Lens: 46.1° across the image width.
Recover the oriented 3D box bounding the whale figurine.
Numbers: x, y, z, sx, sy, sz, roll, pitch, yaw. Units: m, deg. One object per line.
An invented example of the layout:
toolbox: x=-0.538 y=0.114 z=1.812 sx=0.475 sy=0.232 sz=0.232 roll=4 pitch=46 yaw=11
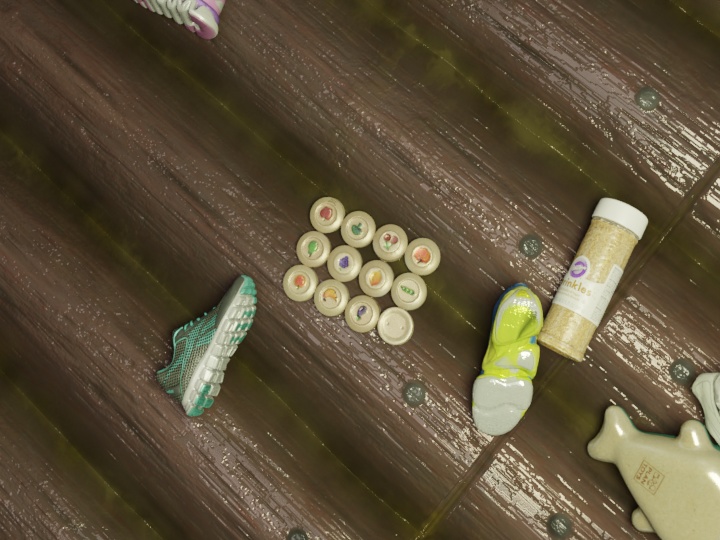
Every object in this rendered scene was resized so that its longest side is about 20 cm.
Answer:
whale figurine: x=0.378 y=0.246 z=1.028 sx=0.199 sy=0.103 sz=0.162 roll=34 pitch=116 yaw=34

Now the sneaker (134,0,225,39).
sneaker: x=-0.275 y=-0.421 z=1.231 sx=0.197 sy=0.081 sz=0.090 roll=29 pitch=81 yaw=7

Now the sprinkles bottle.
sprinkles bottle: x=0.294 y=0.012 z=1.078 sx=0.067 sy=0.068 sz=0.203 roll=25 pitch=88 yaw=12

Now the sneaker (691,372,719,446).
sneaker: x=0.470 y=0.207 z=1.025 sx=0.074 sy=0.081 sz=0.203 roll=-30 pitch=98 yaw=-17

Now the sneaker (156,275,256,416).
sneaker: x=-0.214 y=0.091 z=1.153 sx=0.090 sy=0.078 sz=0.203 roll=27 pitch=86 yaw=16

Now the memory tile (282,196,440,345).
memory tile: x=0.000 y=0.000 z=1.156 sx=0.196 sy=0.017 sz=0.156 roll=23 pitch=87 yaw=11

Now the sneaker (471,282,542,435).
sneaker: x=0.193 y=0.108 z=1.087 sx=0.074 sy=0.105 sz=0.204 roll=15 pitch=115 yaw=5
